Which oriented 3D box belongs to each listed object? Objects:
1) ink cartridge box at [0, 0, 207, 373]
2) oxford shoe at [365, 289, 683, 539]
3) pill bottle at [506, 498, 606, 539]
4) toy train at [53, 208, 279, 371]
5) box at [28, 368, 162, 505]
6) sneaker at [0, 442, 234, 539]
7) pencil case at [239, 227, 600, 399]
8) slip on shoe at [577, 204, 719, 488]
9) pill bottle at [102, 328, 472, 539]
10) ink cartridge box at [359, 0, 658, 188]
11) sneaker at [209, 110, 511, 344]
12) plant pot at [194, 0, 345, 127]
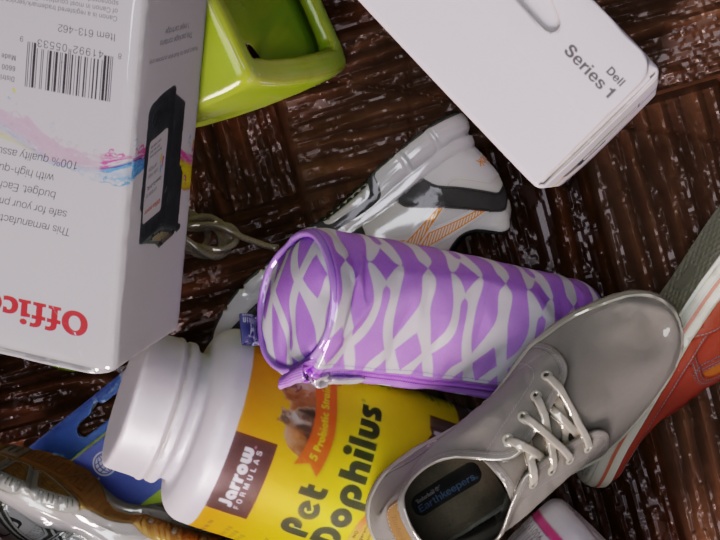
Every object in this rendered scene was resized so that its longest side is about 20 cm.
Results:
[{"bbox_3d":[-0.158,-0.069,0.895,0.144,0.083,0.202,12,107,15],"label":"ink cartridge box"},{"bbox_3d":[0.091,0.084,0.968,0.199,0.058,0.076,-36,100,-8],"label":"oxford shoe"},{"bbox_3d":[0.071,0.227,0.982,0.200,0.113,0.113,-45,86,2],"label":"pill bottle"},{"bbox_3d":[-0.156,0.008,1.086,0.198,0.085,0.117,19,106,7],"label":"toy train"},{"bbox_3d":[-0.105,0.158,1.101,0.122,0.048,0.201,-37,88,9],"label":"box"},{"bbox_3d":[-0.160,0.161,1.048,0.198,0.076,0.088,21,101,10],"label":"sneaker"},{"bbox_3d":[0.041,0.032,1.004,0.198,0.084,0.086,8,58,-30],"label":"pencil case"},{"bbox_3d":[0.187,0.042,1.039,0.061,0.074,0.201,33,99,-12],"label":"slip on shoe"},{"bbox_3d":[-0.036,0.100,1.027,0.198,0.109,0.110,19,96,-13],"label":"pill bottle"},{"bbox_3d":[0.079,-0.121,0.977,0.084,0.200,0.145,-44,86,8],"label":"ink cartridge box"},{"bbox_3d":[0.000,0.000,1.062,0.200,0.074,0.080,-39,91,10],"label":"sneaker"},{"bbox_3d":[-0.144,-0.156,1.017,0.180,0.200,0.200,-24,91,15],"label":"plant pot"}]
